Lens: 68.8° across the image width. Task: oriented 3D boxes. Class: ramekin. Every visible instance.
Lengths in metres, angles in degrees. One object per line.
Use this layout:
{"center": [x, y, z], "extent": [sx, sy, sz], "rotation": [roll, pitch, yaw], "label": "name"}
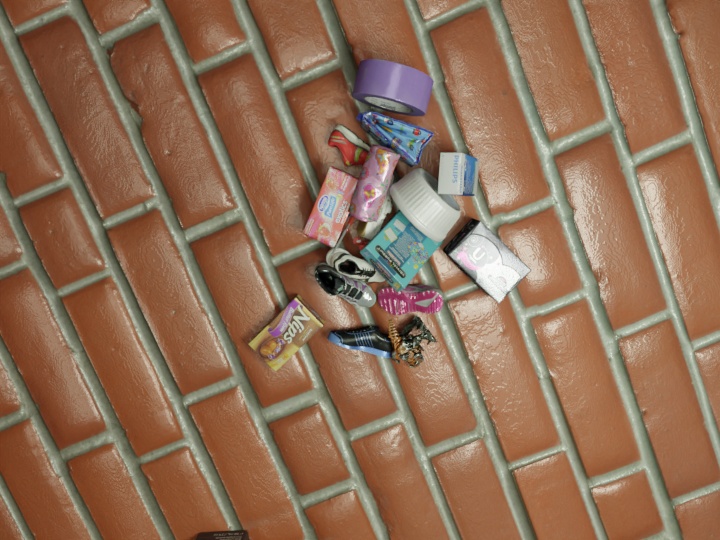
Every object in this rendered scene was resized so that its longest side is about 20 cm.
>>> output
{"center": [0.177, -0.181, 1.388], "extent": [0.202, 0.203, 0.094], "rotation": [44, 113, -5], "label": "ramekin"}

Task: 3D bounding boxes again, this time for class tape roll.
{"center": [0.083, -0.468, 1.356], "extent": [0.198, 0.200, 0.086], "rotation": [15, 97, -1], "label": "tape roll"}

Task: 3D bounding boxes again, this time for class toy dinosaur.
{"center": [0.137, 0.203, 1.486], "extent": [0.135, 0.200, 0.102], "rotation": [-37, 58, 3], "label": "toy dinosaur"}

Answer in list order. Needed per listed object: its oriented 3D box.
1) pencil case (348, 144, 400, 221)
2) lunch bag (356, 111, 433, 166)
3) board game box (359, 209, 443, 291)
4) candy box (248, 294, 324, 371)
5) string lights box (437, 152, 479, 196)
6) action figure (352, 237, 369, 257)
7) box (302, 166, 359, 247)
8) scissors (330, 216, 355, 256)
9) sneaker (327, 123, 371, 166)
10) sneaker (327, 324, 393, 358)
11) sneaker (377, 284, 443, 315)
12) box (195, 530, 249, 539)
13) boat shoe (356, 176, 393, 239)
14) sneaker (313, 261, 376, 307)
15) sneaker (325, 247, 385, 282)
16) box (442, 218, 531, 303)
{"center": [0.035, -0.223, 1.373], "extent": [0.087, 0.087, 0.202], "rotation": [18, 104, -1], "label": "pencil case"}
{"center": [0.081, -0.366, 1.395], "extent": [0.199, 0.151, 0.095], "rotation": [29, 98, -3], "label": "lunch bag"}
{"center": [0.115, -0.065, 1.440], "extent": [0.151, 0.047, 0.200], "rotation": [46, 62, -5], "label": "board game box"}
{"center": [-0.213, 0.181, 1.530], "extent": [0.200, 0.056, 0.117], "rotation": [-43, 95, 8], "label": "candy box"}
{"center": [0.261, -0.249, 1.381], "extent": [0.058, 0.200, 0.104], "rotation": [7, 99, 24], "label": "string lights box"}
{"center": [0.066, -0.040, 1.473], "extent": [0.199, 0.066, 0.052], "rotation": [26, 131, -12], "label": "action figure"}
{"center": [-0.075, -0.175, 1.454], "extent": [0.099, 0.096, 0.202], "rotation": [24, 98, -2], "label": "box"}
{"center": [-0.032, -0.121, 1.455], "extent": [0.014, 0.073, 0.202], "rotation": [24, 83, 6], "label": "scissors"}
{"center": [-0.005, -0.315, 1.448], "extent": [0.200, 0.077, 0.085], "rotation": [40, 105, 9], "label": "sneaker"}
{"center": [0.007, 0.191, 1.524], "extent": [0.198, 0.070, 0.079], "rotation": [15, 96, -8], "label": "sneaker"}
{"center": [0.147, 0.082, 1.498], "extent": [0.198, 0.088, 0.082], "rotation": [4, 101, 23], "label": "sneaker"}
{"center": [-0.426, 0.914, 1.569], "extent": [0.164, 0.200, 0.166], "rotation": [-4, 98, 1], "label": "box"}
{"center": [0.055, -0.181, 1.471], "extent": [0.069, 0.071, 0.202], "rotation": [22, 91, -28], "label": "boat shoe"}
{"center": [-0.048, 0.053, 1.464], "extent": [0.199, 0.140, 0.078], "rotation": [28, 99, -2], "label": "sneaker"}
{"center": [0.000, 0.000, 1.461], "extent": [0.198, 0.080, 0.074], "rotation": [15, 108, -28], "label": "sneaker"}
{"center": [0.346, -0.028, 1.457], "extent": [0.200, 0.115, 0.132], "rotation": [43, 97, -4], "label": "box"}
